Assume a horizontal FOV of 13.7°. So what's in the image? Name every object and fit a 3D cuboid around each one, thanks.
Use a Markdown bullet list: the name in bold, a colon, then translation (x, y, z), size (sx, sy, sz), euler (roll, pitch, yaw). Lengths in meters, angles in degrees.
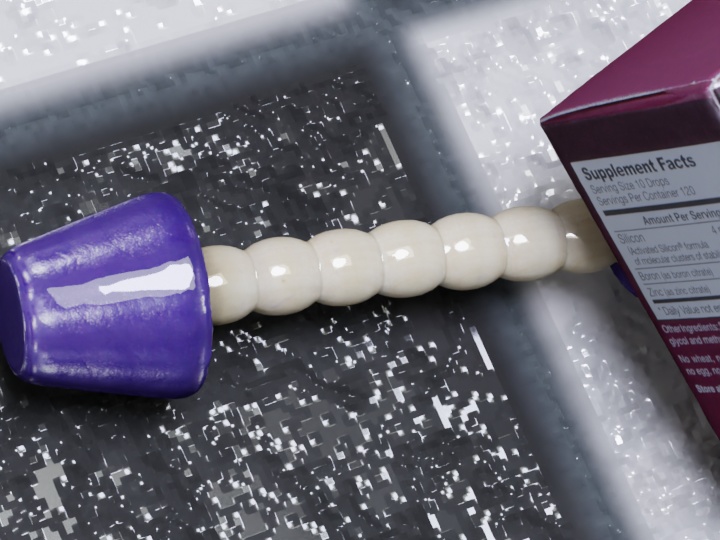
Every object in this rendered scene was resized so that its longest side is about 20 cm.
- **toy lamp**: translation (0.000, 0.000, 0.824), size (0.199, 0.058, 0.058), euler (-7, 71, -18)
- **supplement box**: translation (0.153, 0.010, 0.813), size (0.110, 0.086, 0.200), euler (-37, 104, -26)
